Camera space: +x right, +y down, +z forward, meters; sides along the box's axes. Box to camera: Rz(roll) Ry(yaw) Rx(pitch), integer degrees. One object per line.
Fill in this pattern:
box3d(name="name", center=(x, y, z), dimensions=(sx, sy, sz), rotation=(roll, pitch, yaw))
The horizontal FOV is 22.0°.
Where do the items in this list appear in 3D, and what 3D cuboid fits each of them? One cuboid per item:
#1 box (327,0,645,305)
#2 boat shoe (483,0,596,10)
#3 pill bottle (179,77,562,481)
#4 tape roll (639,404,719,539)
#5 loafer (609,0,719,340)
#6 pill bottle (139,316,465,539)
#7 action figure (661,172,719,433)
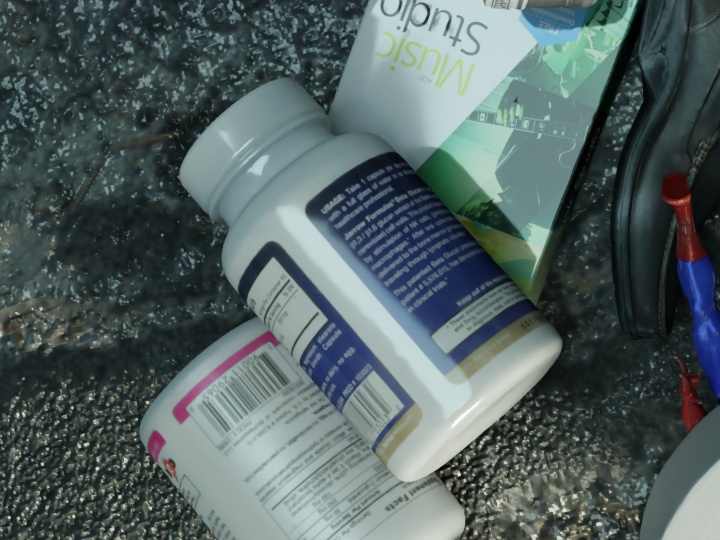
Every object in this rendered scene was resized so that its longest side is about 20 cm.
box3d(name="box", center=(0.060, -0.092, 1.007), dimensions=(0.144, 0.036, 0.200), rotation=(22, 99, 18))
box3d(name="boat shoe", center=(0.099, -0.224, 0.962), dimensions=(0.068, 0.072, 0.200), rotation=(3, 64, -2))
box3d(name="pill bottle", center=(0.000, 0.000, 0.953), dimensions=(0.111, 0.111, 0.200), rotation=(-44, 78, 14))
box3d(name="tape roll", center=(0.236, 0.148, 0.894), dimensions=(0.200, 0.066, 0.200), rotation=(1, 105, 3))
box3d(name="loafer", center=(0.172, -0.060, 0.950), dimensions=(0.072, 0.073, 0.200), rotation=(9, 94, 15))
box3d(name="pill bottle", center=(-0.016, 0.128, 0.993), dimensions=(0.113, 0.113, 0.200), rotation=(-43, 77, 15))
box3d(name="action figure", center=(0.190, 0.049, 0.930), dimensions=(0.065, 0.052, 0.200), rotation=(-11, 113, 4))
